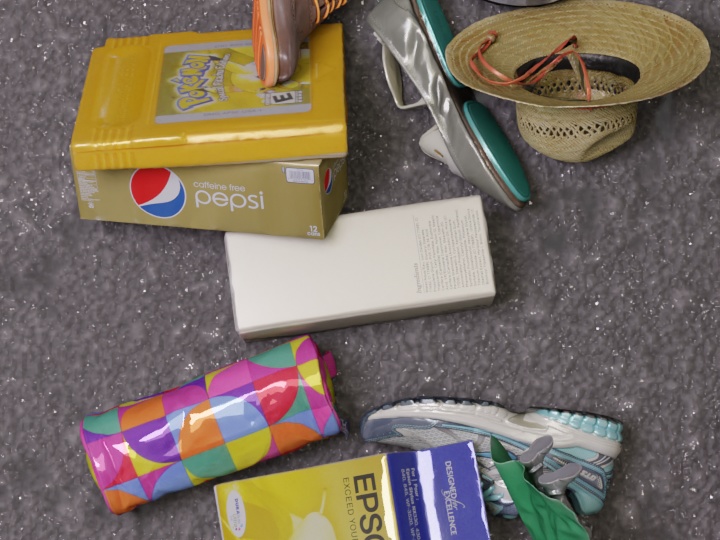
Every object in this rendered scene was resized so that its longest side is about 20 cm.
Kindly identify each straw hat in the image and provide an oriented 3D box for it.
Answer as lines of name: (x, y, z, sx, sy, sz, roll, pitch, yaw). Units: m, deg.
straw hat: (0.165, -0.131, 1.362, 0.199, 0.202, 0.086, -4, 121, 0)

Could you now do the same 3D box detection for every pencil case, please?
pencil case: (-0.108, 0.115, 1.334, 0.198, 0.088, 0.089, -19, 82, -2)

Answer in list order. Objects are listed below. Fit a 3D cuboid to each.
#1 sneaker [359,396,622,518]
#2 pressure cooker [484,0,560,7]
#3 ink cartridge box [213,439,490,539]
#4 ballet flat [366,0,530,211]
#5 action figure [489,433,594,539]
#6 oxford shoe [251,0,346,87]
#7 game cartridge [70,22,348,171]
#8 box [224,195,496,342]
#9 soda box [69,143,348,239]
sneaker: (0.096, 0.141, 1.333, 0.198, 0.078, 0.087, 6, 85, 1)
pressure cooker: (0.130, -0.304, 1.331, 0.175, 0.200, 0.180, -25, 79, -4)
ink cartridge box: (0.001, 0.238, 1.301, 0.199, 0.047, 0.199, -14, 80, 23)
ballet flat: (0.065, -0.126, 1.386, 0.063, 0.067, 0.201, -29, 81, 24)
action figure: (0.159, 0.214, 1.292, 0.054, 0.118, 0.201, -27, 122, -9)
oxford shoe: (-0.043, -0.215, 1.350, 0.072, 0.072, 0.201, 7, 50, -2)
game cartridge: (-0.109, -0.133, 1.335, 0.198, 0.177, 0.033, -2, 123, -1)
box: (0.000, 0.000, 1.356, 0.198, 0.068, 0.083, -7, 81, 0)
soda box: (-0.113, -0.074, 1.335, 0.198, 0.068, 0.064, 6, 122, 15)
